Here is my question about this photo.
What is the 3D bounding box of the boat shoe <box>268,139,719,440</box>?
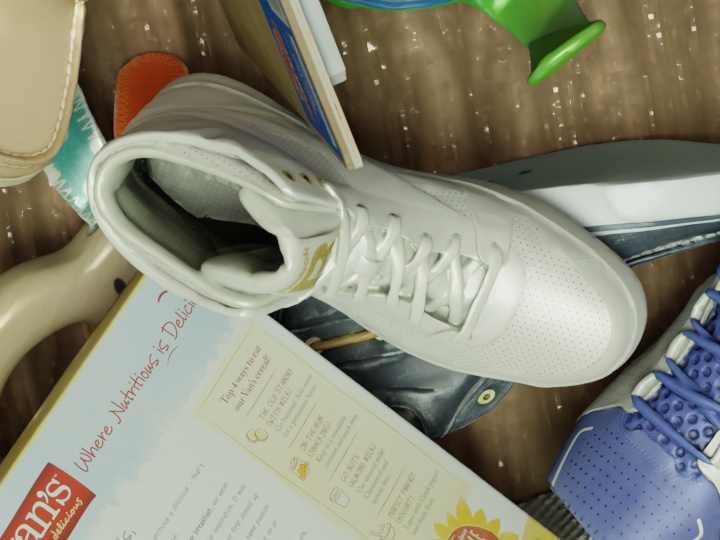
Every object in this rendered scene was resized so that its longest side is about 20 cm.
[{"bbox_3d":[0.061,0.008,0.929,0.199,0.071,0.091,-9,104,10],"label":"boat shoe"}]

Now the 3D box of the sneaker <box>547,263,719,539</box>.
[{"bbox_3d":[0.146,0.017,0.881,0.199,0.115,0.081,-42,63,-8],"label":"sneaker"}]

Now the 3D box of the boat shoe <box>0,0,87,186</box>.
[{"bbox_3d":[-0.126,-0.131,0.863,0.074,0.069,0.201,-4,91,-36],"label":"boat shoe"}]

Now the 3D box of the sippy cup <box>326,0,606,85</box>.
[{"bbox_3d":[0.015,-0.152,0.854,0.177,0.130,0.140,16,103,-3],"label":"sippy cup"}]

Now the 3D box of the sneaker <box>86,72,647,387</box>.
[{"bbox_3d":[0.000,0.000,0.839,0.199,0.116,0.074,23,108,5],"label":"sneaker"}]

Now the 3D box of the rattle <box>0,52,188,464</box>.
[{"bbox_3d":[-0.084,0.030,0.892,0.130,0.143,0.201,17,101,-13],"label":"rattle"}]

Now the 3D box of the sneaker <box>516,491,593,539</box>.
[{"bbox_3d":[0.131,0.122,0.952,0.199,0.074,0.082,-14,103,6],"label":"sneaker"}]

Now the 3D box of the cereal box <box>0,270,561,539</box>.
[{"bbox_3d":[-0.031,0.104,0.853,0.200,0.040,0.144,38,59,-7],"label":"cereal box"}]

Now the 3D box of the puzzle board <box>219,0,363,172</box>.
[{"bbox_3d":[-0.052,-0.144,0.826,0.017,0.151,0.200,-26,117,-7],"label":"puzzle board"}]
